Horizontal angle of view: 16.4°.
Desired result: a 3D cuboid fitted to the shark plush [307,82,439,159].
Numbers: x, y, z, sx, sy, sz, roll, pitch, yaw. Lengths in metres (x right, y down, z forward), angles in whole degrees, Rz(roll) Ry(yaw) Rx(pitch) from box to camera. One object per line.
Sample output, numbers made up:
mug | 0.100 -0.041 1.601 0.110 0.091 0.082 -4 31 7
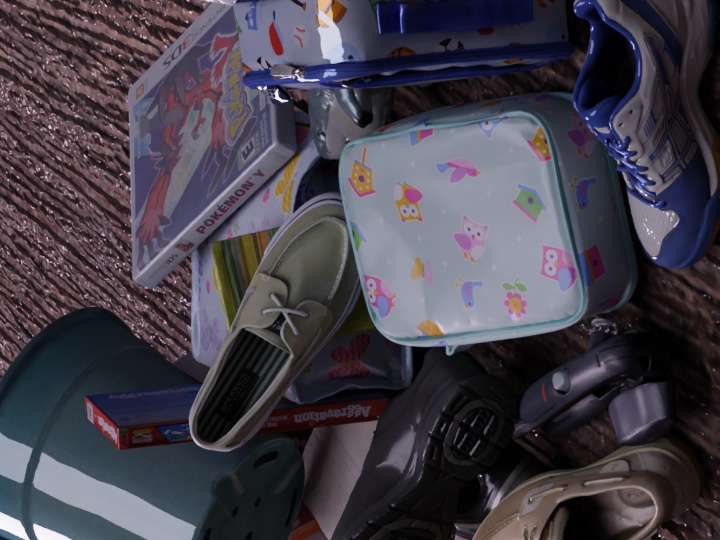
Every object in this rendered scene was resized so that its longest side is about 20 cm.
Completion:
shark plush | -0.031 -0.170 1.687 0.083 0.091 0.200 -7 119 43

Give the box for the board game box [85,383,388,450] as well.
board game box | -0.090 0.099 1.813 0.103 0.200 0.019 -150 57 -68

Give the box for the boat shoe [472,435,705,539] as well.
boat shoe | 0.137 0.171 1.650 0.200 0.065 0.072 -31 94 40

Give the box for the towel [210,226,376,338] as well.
towel | 0.000 0.000 1.734 0.018 0.200 0.086 -77 -27 -79

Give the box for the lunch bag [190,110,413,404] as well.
lunch bag | -0.041 -0.018 1.838 0.170 0.127 0.200 14 110 58

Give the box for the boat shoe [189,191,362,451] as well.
boat shoe | -0.053 0.040 1.703 0.200 0.072 0.062 -62 1 7

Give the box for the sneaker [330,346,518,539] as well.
sneaker | 0.034 0.141 1.729 0.200 0.076 0.091 -56 32 13

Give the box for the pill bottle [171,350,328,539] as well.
pill bottle | -0.084 0.159 2.033 0.200 0.110 0.110 59 149 19

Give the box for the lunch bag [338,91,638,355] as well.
lunch bag | 0.081 -0.028 1.640 0.200 0.077 0.160 -8 101 45

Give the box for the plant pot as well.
plant pot | -0.162 0.157 1.915 0.196 0.200 0.200 25 130 26

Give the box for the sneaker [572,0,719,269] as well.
sneaker | 0.163 -0.089 1.494 0.075 0.088 0.200 22 126 51

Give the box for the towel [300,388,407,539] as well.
towel | 0.005 0.141 1.867 0.200 0.034 0.133 -131 56 -64

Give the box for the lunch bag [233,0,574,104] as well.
lunch bag | 0.025 -0.150 1.575 0.160 0.200 0.076 4 102 60

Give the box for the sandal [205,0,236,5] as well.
sandal | -0.056 -0.210 1.780 0.203 0.082 0.050 14 104 25

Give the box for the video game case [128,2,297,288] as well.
video game case | -0.114 -0.113 1.857 0.182 0.023 0.200 -42 39 35

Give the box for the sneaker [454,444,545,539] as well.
sneaker | 0.078 0.177 1.788 0.087 0.074 0.200 51 144 -2

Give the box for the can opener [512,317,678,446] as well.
can opener | 0.144 0.082 1.645 0.200 0.063 0.079 151 126 -63
